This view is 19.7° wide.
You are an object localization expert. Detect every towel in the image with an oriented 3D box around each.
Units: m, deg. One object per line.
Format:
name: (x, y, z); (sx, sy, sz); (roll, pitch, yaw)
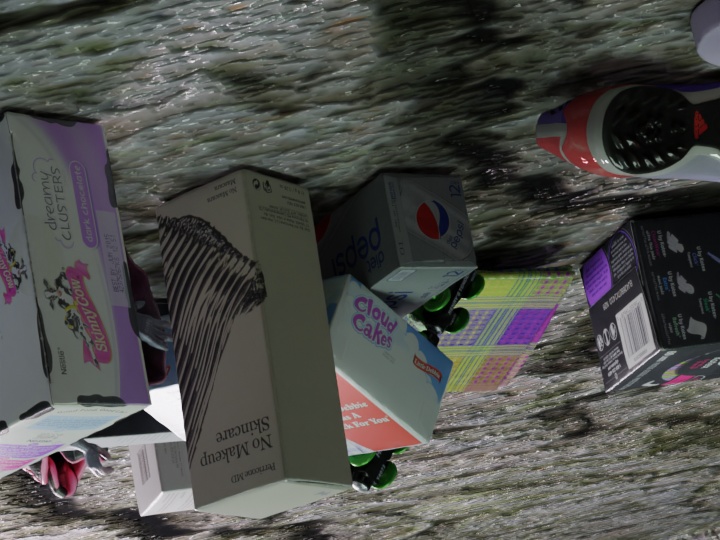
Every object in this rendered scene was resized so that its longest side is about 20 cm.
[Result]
towel: (0.075, 0.048, 1.631); (0.142, 0.023, 0.200); (0, 150, -17)

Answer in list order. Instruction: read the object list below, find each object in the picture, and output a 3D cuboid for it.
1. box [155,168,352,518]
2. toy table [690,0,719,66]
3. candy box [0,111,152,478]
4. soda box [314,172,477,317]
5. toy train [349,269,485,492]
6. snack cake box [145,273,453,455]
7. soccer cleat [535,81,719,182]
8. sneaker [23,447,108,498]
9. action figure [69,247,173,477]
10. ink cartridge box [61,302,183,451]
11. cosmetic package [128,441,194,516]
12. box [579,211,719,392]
box: (-0.067, 0.046, 1.292); (0.082, 0.202, 0.068); (-22, 158, 32)
toy table: (0.295, -0.107, 1.174); (0.198, 0.118, 0.184); (-10, 163, 1)
candy box: (-0.216, 0.026, 1.187); (0.071, 0.169, 0.199); (5, 158, -44)
soda box: (0.000, 0.000, 1.417); (0.063, 0.069, 0.200); (-1, 161, -29)
toy train: (0.028, 0.068, 1.472); (0.056, 0.201, 0.042); (3, 146, 41)
snack cake box: (-0.051, 0.074, 1.413); (0.199, 0.068, 0.115); (-13, 137, 42)
soccer cleat: (0.197, -0.087, 1.294); (0.199, 0.069, 0.073); (-2, -175, -40)
sneaker: (-0.257, 0.141, 1.673); (0.078, 0.096, 0.200); (-2, 163, -33)
action figure: (-0.212, 0.060, 1.364); (0.148, 0.135, 0.200); (4, 155, -40)
ink cartridge box: (-0.160, 0.075, 1.508); (0.198, 0.100, 0.039); (-3, 163, -29)
cosmetic package: (-0.098, 0.161, 1.859); (0.198, 0.086, 0.108); (-6, 163, -20)
box: (0.287, 0.019, 1.603); (0.198, 0.107, 0.122); (-7, 164, -17)
